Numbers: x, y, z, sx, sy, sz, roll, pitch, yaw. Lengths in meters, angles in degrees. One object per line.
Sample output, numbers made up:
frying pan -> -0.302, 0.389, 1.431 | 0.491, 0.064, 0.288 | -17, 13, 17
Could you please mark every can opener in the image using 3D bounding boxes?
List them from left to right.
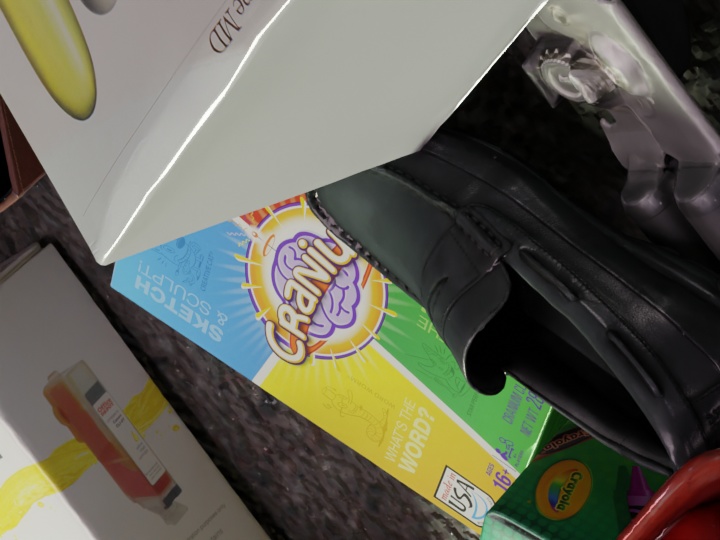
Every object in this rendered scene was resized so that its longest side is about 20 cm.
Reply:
can opener -> 0.126, -0.037, 0.955 | 0.200, 0.067, 0.053 | 49, 154, -26

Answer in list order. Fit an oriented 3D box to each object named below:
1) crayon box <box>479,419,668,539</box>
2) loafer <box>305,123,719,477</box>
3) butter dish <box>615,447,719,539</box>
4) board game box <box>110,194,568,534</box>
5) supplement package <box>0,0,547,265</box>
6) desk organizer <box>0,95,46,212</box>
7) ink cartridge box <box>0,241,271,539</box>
crayon box -> 0.090, 0.135, 1.077 | 0.058, 0.119, 0.201 | 29, 139, 21
loafer -> 0.053, 0.007, 0.965 | 0.200, 0.070, 0.068 | 30, 144, 29
butter dish -> 0.146, 0.169, 0.941 | 0.200, 0.199, 0.148 | -53, 52, 28
board game box -> 0.000, 0.000, 1.100 | 0.199, 0.040, 0.153 | 33, 139, 14
supplement package -> -0.043, -0.147, 0.885 | 0.201, 0.147, 0.191 | 58, 143, 14
desk organizer -> -0.189, -0.043, 1.196 | 0.072, 0.077, 0.200 | 50, 140, -7
ink cartridge box -> -0.145, 0.106, 1.277 | 0.145, 0.083, 0.200 | -28, 101, 48
